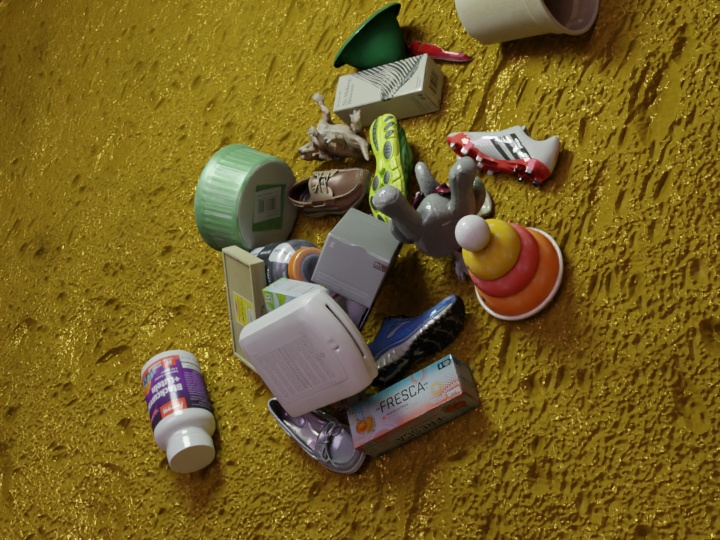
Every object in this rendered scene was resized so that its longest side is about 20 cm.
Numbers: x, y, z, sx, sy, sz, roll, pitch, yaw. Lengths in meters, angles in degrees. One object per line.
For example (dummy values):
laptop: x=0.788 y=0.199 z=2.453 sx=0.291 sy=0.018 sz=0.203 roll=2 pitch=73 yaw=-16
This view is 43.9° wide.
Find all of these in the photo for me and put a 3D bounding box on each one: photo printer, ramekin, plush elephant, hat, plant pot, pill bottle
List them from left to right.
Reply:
pill bottle: x=-0.321 y=0.252 z=1.593 sx=0.111 sy=0.111 sz=0.202 roll=-38 pitch=50 yaw=16
ramekin: x=-0.201 y=-0.124 z=1.637 sx=0.096 sy=0.200 sz=0.203 roll=15 pitch=77 yaw=33
pill bottle: x=-0.122 y=0.003 z=1.523 sx=0.199 sy=0.105 sz=0.108 roll=-7 pitch=61 yaw=62
photo printer: x=-0.074 y=0.123 z=1.329 sx=0.199 sy=0.168 sz=0.069 roll=-28 pitch=10 yaw=45
hat: x=0.067 y=-0.376 z=1.652 sx=0.165 sy=0.200 sz=0.177 roll=-40 pitch=90 yaw=-15
plush elephant: x=0.122 y=-0.101 z=1.409 sx=0.162 sy=0.202 sz=0.156 roll=-25 pitch=31 yaw=9
plant pot: x=0.261 y=-0.462 z=1.463 sx=0.182 sy=0.199 sz=0.204 roll=-8 pitch=63 yaw=47

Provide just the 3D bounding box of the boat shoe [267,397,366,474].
boat shoe: x=-0.071 y=0.259 z=1.427 sx=0.201 sy=0.065 sz=0.075 roll=29 pitch=87 yaw=43

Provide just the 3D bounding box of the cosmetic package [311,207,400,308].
cosmetic package: x=0.000 y=-0.025 z=1.399 sx=0.105 sy=0.200 sz=0.091 roll=25 pitch=111 yaw=4

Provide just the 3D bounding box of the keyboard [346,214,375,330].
keyboard: x=0.000 y=0.000 z=1.533 sx=0.103 sy=0.040 sz=0.203 roll=25 pitch=83 yaw=19

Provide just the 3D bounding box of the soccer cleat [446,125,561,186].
soccer cleat: x=0.228 y=-0.197 z=1.427 sx=0.198 sy=0.069 sz=0.086 roll=22 pitch=73 yaw=39

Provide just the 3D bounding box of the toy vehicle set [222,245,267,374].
toy vehicle set: x=-0.194 y=0.069 z=1.545 sx=0.124 sy=0.026 sz=0.204 roll=26 pitch=124 yaw=56

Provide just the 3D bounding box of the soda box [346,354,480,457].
soda box: x=0.077 y=0.206 z=1.339 sx=0.198 sy=0.063 sz=0.069 roll=-30 pitch=52 yaw=22

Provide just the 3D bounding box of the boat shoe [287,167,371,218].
boat shoe: x=-0.060 y=-0.141 z=1.585 sx=0.198 sy=0.071 sz=0.077 roll=-18 pitch=57 yaw=48

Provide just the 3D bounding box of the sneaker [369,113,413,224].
sneaker: x=0.062 y=-0.167 z=1.527 sx=0.073 sy=0.083 sz=0.204 roll=-13 pitch=69 yaw=37

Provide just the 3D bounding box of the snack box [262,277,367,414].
snack box: x=-0.072 y=0.120 z=1.420 sx=0.140 sy=0.204 sz=0.053 roll=10 pitch=32 yaw=41

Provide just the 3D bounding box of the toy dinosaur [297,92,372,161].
toy dinosaur: x=-0.032 y=-0.233 z=1.613 sx=0.198 sy=0.136 sz=0.087 roll=25 pitch=74 yaw=34

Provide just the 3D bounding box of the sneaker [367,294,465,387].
sneaker: x=0.074 y=0.093 z=1.389 sx=0.199 sy=0.078 sz=0.090 roll=-36 pitch=53 yaw=18

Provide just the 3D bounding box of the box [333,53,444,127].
box: x=0.050 y=-0.322 z=1.622 sx=0.197 sy=0.068 sz=0.084 roll=-7 pitch=63 yaw=35

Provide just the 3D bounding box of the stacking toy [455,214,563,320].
stacking toy: x=0.191 y=-0.028 z=1.275 sx=0.144 sy=0.199 sz=0.149 roll=-17 pitch=57 yaw=29
